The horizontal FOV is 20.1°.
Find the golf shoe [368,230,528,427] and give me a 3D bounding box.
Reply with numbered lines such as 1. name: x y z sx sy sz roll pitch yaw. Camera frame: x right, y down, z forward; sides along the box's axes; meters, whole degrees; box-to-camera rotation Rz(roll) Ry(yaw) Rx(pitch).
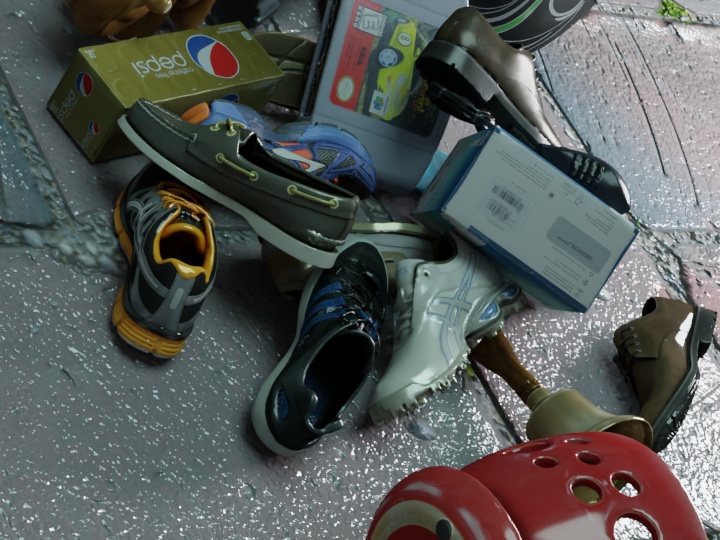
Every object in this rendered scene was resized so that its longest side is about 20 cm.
1. golf shoe: 0.046 0.044 1.590 0.097 0.078 0.200 50 41 -5

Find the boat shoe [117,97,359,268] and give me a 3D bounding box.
1. boat shoe: -0.091 -0.078 1.537 0.201 0.061 0.072 33 15 11

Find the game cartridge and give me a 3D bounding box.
1. game cartridge: 0.023 -0.174 1.760 0.132 0.202 0.041 16 -4 -30

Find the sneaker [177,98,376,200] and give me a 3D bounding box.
1. sneaker: -0.068 -0.077 1.659 0.199 0.075 0.079 9 60 -38

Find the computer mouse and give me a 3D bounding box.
1. computer mouse: 0.141 -0.107 1.678 0.199 0.034 0.059 33 -3 11

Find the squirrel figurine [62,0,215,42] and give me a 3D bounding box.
1. squirrel figurine: -0.169 -0.275 1.666 0.141 0.200 0.187 43 22 -5

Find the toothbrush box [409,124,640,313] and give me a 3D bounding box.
1. toothbrush box: 0.132 -0.041 1.691 0.146 0.086 0.200 35 -2 -6

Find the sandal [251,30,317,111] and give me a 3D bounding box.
1. sandal: -0.021 -0.156 1.792 0.198 0.081 0.054 20 -4 -18

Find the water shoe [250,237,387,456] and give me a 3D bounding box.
1. water shoe: -0.009 0.054 1.509 0.071 0.079 0.201 44 50 -25

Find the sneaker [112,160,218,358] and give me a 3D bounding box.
1. sneaker: -0.138 -0.024 1.521 0.078 0.077 0.201 19 36 -21

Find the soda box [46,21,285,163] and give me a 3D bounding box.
1. soda box: -0.156 -0.147 1.655 0.068 0.064 0.199 49 37 17

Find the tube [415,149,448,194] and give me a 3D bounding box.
1. tube: 0.134 -0.043 1.824 0.199 0.051 0.078 32 27 -1

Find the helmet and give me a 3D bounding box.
1. helmet: 0.121 -0.299 1.967 0.200 0.189 0.202 -19 90 -80

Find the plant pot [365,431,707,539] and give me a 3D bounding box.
1. plant pot: 0.111 0.219 1.379 0.181 0.201 0.201 -6 53 -35

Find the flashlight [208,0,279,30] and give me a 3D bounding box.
1. flashlight: -0.077 -0.274 1.874 0.067 0.068 0.200 18 36 18

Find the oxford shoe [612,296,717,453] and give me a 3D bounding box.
1. oxford shoe: 0.253 0.090 1.768 0.084 0.073 0.200 22 32 4

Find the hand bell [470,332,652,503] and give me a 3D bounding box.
1. hand bell: 0.135 0.096 1.650 0.103 0.105 0.200 -1 38 -42

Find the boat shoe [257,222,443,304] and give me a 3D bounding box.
1. boat shoe: 0.000 0.000 1.635 0.199 0.075 0.069 8 64 -39

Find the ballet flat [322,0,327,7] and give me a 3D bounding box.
1. ballet flat: 0.014 -0.229 1.885 0.067 0.069 0.200 -15 21 -14

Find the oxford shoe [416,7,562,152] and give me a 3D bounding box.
1. oxford shoe: 0.135 -0.151 1.764 0.200 0.072 0.085 48 63 -37
